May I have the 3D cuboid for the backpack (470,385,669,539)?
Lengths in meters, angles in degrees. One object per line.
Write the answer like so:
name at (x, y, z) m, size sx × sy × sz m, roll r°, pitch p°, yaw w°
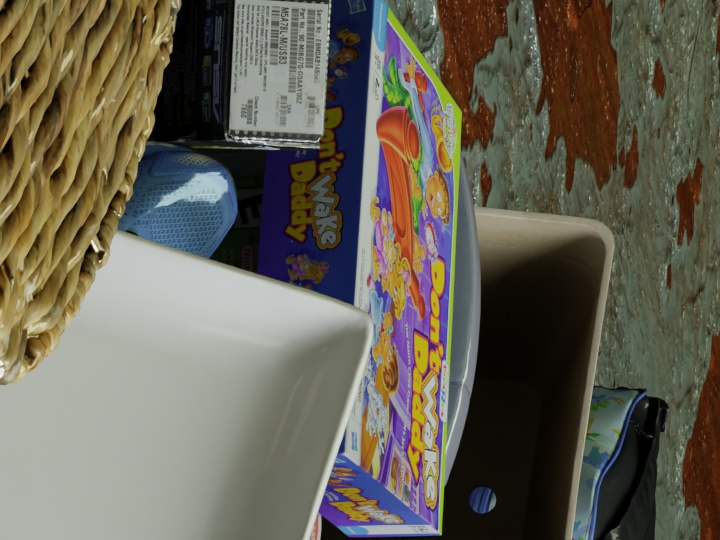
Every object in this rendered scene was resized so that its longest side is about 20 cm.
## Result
backpack at (0.109, 0.179, 1.610) m, size 0.200 × 0.147 × 0.183 m, roll -57°, pitch 147°, yaw -63°

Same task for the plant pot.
plant pot at (0.013, 0.087, 1.263) m, size 0.177 × 0.199 × 0.200 m, roll 76°, pitch 23°, yaw -70°

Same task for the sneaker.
sneaker at (-0.106, 0.029, 0.926) m, size 0.200 × 0.089 × 0.079 m, roll -46°, pitch 133°, yaw -31°

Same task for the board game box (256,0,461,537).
board game box at (0.000, 0.000, 1.091) m, size 0.134 × 0.045 × 0.200 m, roll 46°, pitch 44°, yaw -64°

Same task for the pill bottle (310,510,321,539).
pill bottle at (-0.097, 0.116, 1.029) m, size 0.200 × 0.112 × 0.113 m, roll -21°, pitch 113°, yaw -70°

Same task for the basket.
basket at (-0.150, -0.069, 0.787) m, size 0.143 × 0.149 × 0.200 m, roll 77°, pitch 23°, yaw -49°

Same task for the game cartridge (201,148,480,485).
game cartridge at (-0.011, 0.003, 1.184) m, size 0.040 × 0.133 × 0.200 m, roll 85°, pitch 3°, yaw -71°

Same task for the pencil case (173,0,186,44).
pencil case at (-0.130, -0.075, 0.943) m, size 0.200 × 0.078 × 0.087 m, roll -58°, pitch 152°, yaw -55°

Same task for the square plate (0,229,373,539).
square plate at (-0.116, 0.078, 0.843) m, size 0.028 × 0.198 × 0.200 m, roll 140°, pitch -32°, yaw -75°

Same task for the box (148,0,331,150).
box at (-0.056, -0.149, 1.051) m, size 0.193 × 0.047 × 0.201 m, roll -174°, pitch -93°, yaw -74°
